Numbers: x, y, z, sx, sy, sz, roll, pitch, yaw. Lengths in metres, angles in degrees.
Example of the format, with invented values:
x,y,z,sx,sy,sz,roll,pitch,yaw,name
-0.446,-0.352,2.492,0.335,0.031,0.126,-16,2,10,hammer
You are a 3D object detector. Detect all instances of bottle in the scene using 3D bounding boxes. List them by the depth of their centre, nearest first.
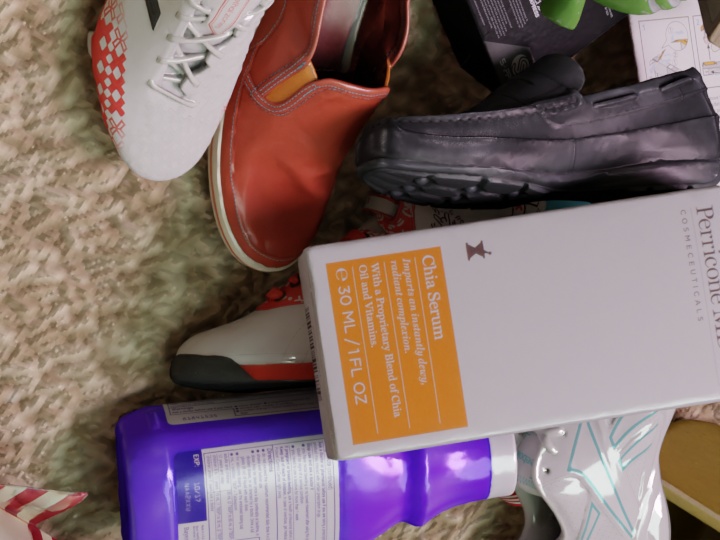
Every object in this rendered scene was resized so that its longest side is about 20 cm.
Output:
x,y,z,sx,sy,sz,roll,pitch,yaw,name
-0.022,0.101,1.135,0.198,0.065,0.084,-6,119,-11,bottle

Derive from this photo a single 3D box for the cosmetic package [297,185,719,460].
x,y,z,sx,sy,sz,roll,pitch,yaw,name
0.076,0.026,1.064,0.198,0.071,0.102,-9,87,-5,cosmetic package

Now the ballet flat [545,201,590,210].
x,y,z,sx,sy,sz,roll,pitch,yaw,name
0.075,-0.005,1.191,0.200,0.067,0.064,-53,163,7,ballet flat

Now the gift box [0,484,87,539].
x,y,z,sx,sy,sz,roll,pitch,yaw,name
-0.168,0.216,1.054,0.199,0.187,0.185,-36,135,10,gift box

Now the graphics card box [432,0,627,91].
x,y,z,sx,sy,sz,roll,pitch,yaw,name
0.117,-0.188,1.094,0.200,0.051,0.126,-39,135,-11,graphics card box

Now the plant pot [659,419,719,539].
x,y,z,sx,sy,sz,roll,pitch,yaw,name
0.224,0.203,1.339,0.200,0.195,0.195,-24,141,-58,plant pot

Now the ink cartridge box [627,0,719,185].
x,y,z,sx,sy,sz,roll,pitch,yaw,name
0.217,-0.089,1.220,0.199,0.045,0.178,-8,87,-33,ink cartridge box

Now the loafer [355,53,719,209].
x,y,z,sx,sy,sz,roll,pitch,yaw,name
0.086,-0.067,1.081,0.199,0.068,0.071,-3,82,-28,loafer

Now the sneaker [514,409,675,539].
x,y,z,sx,sy,sz,roll,pitch,yaw,name
0.116,0.079,1.162,0.080,0.070,0.202,-8,109,-19,sneaker

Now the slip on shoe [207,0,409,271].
x,y,z,sx,sy,sz,roll,pitch,yaw,name
-0.019,-0.086,1.052,0.074,0.061,0.201,0,119,-38,slip on shoe

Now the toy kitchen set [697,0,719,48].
x,y,z,sx,sy,sz,roll,pitch,yaw,name
0.297,-0.163,1.118,0.199,0.163,0.181,29,112,-8,toy kitchen set

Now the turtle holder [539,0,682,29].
x,y,z,sx,sy,sz,roll,pitch,yaw,name
0.064,-0.174,0.872,0.140,0.185,0.132,21,103,-32,turtle holder

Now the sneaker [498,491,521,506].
x,y,z,sx,sy,sz,roll,pitch,yaw,name
0.126,0.045,1.265,0.200,0.078,0.116,-47,155,-4,sneaker

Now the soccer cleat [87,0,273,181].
x,y,z,sx,sy,sz,roll,pitch,yaw,name
-0.067,-0.122,0.974,0.068,0.085,0.201,-5,121,-35,soccer cleat

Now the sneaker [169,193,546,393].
x,y,z,sx,sy,sz,roll,pitch,yaw,name
0.001,0.000,1.130,0.200,0.067,0.109,-6,85,-2,sneaker
